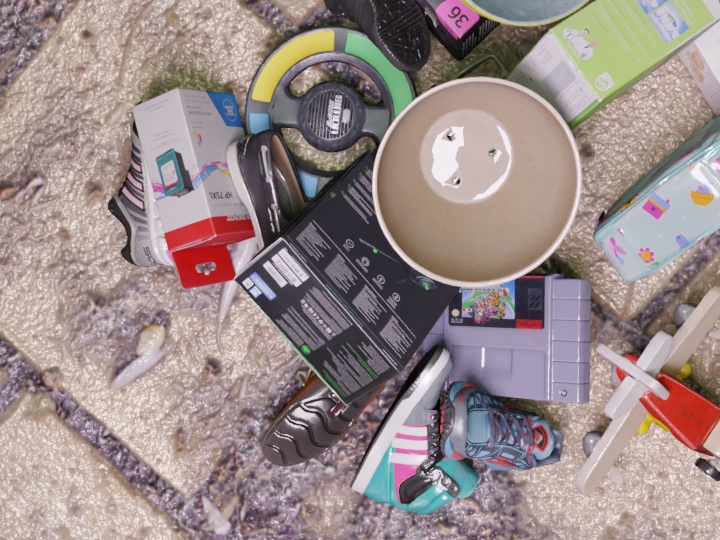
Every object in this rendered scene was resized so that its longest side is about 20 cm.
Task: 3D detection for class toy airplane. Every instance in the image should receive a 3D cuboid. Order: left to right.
[{"bbox_3d":[0.304,0.125,1.120,0.198,0.141,0.201,-14,114,-19],"label":"toy airplane"}]

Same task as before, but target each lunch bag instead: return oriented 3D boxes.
[{"bbox_3d":[0.332,-0.081,1.095,0.077,0.160,0.200,48,124,-1],"label":"lunch bag"}]

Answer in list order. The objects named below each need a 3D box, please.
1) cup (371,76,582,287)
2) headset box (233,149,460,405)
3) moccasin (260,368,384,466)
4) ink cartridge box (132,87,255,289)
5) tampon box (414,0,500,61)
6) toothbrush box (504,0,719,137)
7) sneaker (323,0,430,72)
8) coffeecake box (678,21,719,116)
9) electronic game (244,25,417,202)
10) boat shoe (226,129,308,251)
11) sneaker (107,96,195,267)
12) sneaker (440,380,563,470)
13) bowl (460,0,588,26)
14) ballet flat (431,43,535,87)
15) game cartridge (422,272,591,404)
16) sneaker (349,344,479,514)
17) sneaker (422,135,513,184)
[{"bbox_3d":[0.111,-0.102,1.071,0.198,0.143,0.203,0,108,1],"label":"cup"},{"bbox_3d":[0.000,0.000,1.090,0.174,0.200,0.093,48,133,-8],"label":"headset box"},{"bbox_3d":[-0.033,0.134,1.183,0.073,0.078,0.202,39,88,-12],"label":"moccasin"},{"bbox_3d":[-0.166,-0.089,1.161,0.067,0.116,0.202,-16,88,26],"label":"ink cartridge box"},{"bbox_3d":[0.130,-0.356,1.144,0.200,0.126,0.150,-43,86,3],"label":"tampon box"},{"bbox_3d":[0.255,-0.224,1.068,0.199,0.146,0.086,-36,88,-19],"label":"toothbrush box"},{"bbox_3d":[0.002,-0.297,1.165,0.060,0.104,0.201,-35,95,-13],"label":"sneaker"},{"bbox_3d":[0.436,-0.243,1.148,0.153,0.073,0.201,-31,87,2],"label":"coffeecake box"},{"bbox_3d":[-0.032,-0.172,1.196,0.197,0.042,0.203,0,89,4],"label":"electronic game"},{"bbox_3d":[-0.078,-0.056,1.166,0.060,0.074,0.202,-17,99,29],"label":"boat shoe"},{"bbox_3d":[-0.241,-0.094,1.193,0.087,0.074,0.202,-15,76,25],"label":"sneaker"},{"bbox_3d":[0.151,0.161,1.098,0.095,0.199,0.080,-1,75,31],"label":"sneaker"},{"bbox_3d":[0.135,-0.330,0.996,0.198,0.108,0.203,-5,105,-19],"label":"bowl"},{"bbox_3d":[0.167,-0.209,1.171,0.198,0.073,0.074,-17,88,6],"label":"ballet flat"},{"bbox_3d":[0.149,0.068,1.132,0.198,0.038,0.131,0,93,41],"label":"game cartridge"},{"bbox_3d":[0.081,0.186,1.148,0.120,0.084,0.201,29,117,2],"label":"sneaker"},{"bbox_3d":[0.144,-0.109,1.168,0.198,0.070,0.094,-20,82,1],"label":"sneaker"}]
